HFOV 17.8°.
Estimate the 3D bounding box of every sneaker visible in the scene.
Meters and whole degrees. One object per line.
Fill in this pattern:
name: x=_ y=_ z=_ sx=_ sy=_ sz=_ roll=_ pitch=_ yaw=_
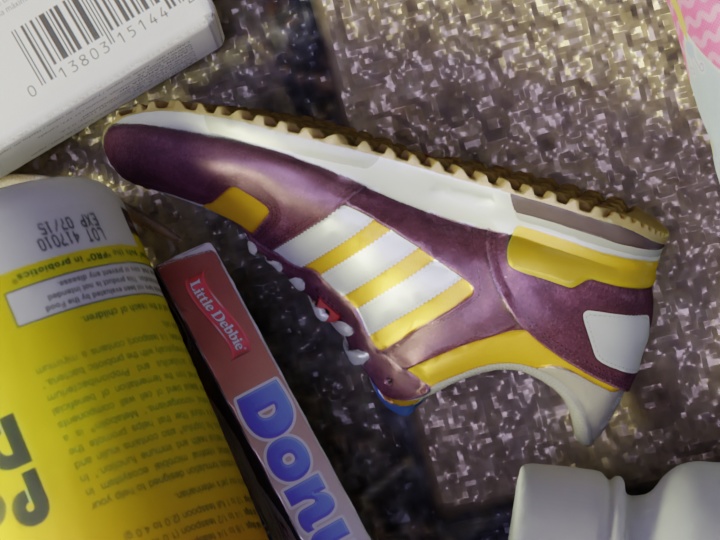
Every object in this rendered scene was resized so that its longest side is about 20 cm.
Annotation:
sneaker: x=0.000 y=0.000 z=0.784 sx=0.199 sy=0.075 sz=0.091 roll=15 pitch=97 yaw=12

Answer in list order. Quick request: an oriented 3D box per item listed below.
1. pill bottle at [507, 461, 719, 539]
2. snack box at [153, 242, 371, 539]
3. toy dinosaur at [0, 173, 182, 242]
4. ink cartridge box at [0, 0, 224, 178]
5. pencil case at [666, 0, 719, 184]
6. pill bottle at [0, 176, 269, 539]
pill bottle: x=0.143 y=0.122 z=0.733 sx=0.199 sy=0.113 sz=0.114 roll=8 pitch=101 yaw=3
snack box: x=-0.017 y=0.089 z=0.789 sx=0.024 sy=0.072 sz=0.201 roll=-27 pitch=82 yaw=-13
toy dinosaur: x=-0.169 y=-0.014 z=0.843 sx=0.199 sy=0.061 sz=0.106 roll=-31 pitch=113 yaw=23
ink cartridge box: x=-0.175 y=-0.106 z=0.795 sx=0.199 sy=0.045 sz=0.177 roll=-30 pitch=83 yaw=-2
pencil case: x=0.158 y=-0.036 z=0.731 sx=0.091 sy=0.083 sz=0.201 roll=-7 pitch=102 yaw=59
pill bottle: x=-0.091 y=0.079 z=0.742 sx=0.109 sy=0.109 sz=0.201 roll=-28 pitch=79 yaw=17
